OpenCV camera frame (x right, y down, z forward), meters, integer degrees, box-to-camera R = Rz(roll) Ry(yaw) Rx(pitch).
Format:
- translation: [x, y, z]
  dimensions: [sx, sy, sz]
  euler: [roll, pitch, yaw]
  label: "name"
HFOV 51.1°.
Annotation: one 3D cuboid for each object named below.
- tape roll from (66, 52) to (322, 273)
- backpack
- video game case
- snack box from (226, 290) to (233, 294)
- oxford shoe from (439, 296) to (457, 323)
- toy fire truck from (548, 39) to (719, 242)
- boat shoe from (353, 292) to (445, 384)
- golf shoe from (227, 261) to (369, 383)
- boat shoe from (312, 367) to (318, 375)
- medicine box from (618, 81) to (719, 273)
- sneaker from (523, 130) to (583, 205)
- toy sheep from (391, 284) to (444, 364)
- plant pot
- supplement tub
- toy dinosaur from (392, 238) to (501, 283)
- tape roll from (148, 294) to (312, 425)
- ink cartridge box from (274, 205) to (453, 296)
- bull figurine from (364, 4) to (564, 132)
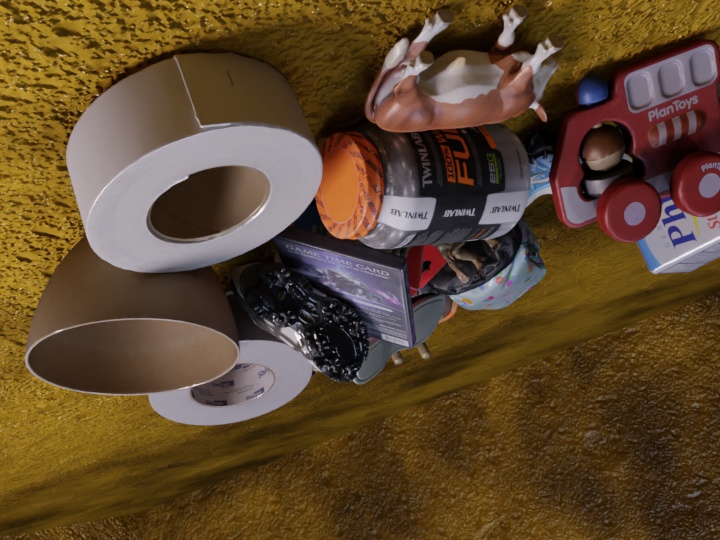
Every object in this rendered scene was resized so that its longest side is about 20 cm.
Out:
- translation: [-0.132, -0.081, 0.616]
  dimensions: [0.199, 0.072, 0.203]
  euler: [-20, 158, -9]
  label: "tape roll"
- translation: [0.177, -0.018, 1.059]
  dimensions: [0.165, 0.129, 0.199]
  euler: [-29, 163, 22]
  label: "backpack"
- translation: [-0.012, 0.022, 0.821]
  dimensions: [0.140, 0.019, 0.201]
  euler: [15, 154, 15]
  label: "video game case"
- translation: [-0.123, 0.059, 1.041]
  dimensions: [0.166, 0.069, 0.200]
  euler: [-19, 170, 3]
  label: "snack box"
- translation: [0.127, 0.031, 1.257]
  dimensions: [0.071, 0.072, 0.201]
  euler: [-9, 150, -18]
  label: "oxford shoe"
- translation: [0.292, -0.135, 0.799]
  dimensions: [0.196, 0.171, 0.112]
  euler: [-19, -161, -1]
  label: "toy fire truck"
- translation: [0.036, 0.074, 0.989]
  dimensions: [0.198, 0.060, 0.077]
  euler: [-26, 131, -43]
  label: "boat shoe"
- translation: [-0.066, 0.050, 0.831]
  dimensions: [0.094, 0.078, 0.200]
  euler: [17, 156, 49]
  label: "golf shoe"
- translation: [-0.077, 0.120, 1.060]
  dimensions: [0.071, 0.061, 0.200]
  euler: [-16, 177, -40]
  label: "boat shoe"
- translation: [0.416, -0.120, 0.899]
  dimensions: [0.102, 0.185, 0.199]
  euler: [-2, 156, -42]
  label: "medicine box"
- translation: [0.191, -0.126, 0.878]
  dimensions: [0.196, 0.079, 0.091]
  euler: [-21, 144, -4]
  label: "sneaker"
- translation: [0.064, 0.052, 1.136]
  dimensions: [0.135, 0.139, 0.202]
  euler: [-9, 139, -26]
  label: "toy sheep"
- translation: [-0.222, 0.026, 0.747]
  dimensions: [0.196, 0.137, 0.201]
  euler: [-7, 154, -3]
  label: "plant pot"
- translation: [0.061, -0.086, 0.743]
  dimensions: [0.197, 0.125, 0.122]
  euler: [-7, 160, -34]
  label: "supplement tub"
- translation: [0.107, -0.043, 0.852]
  dimensions: [0.059, 0.101, 0.199]
  euler: [-55, 167, 27]
  label: "toy dinosaur"
- translation: [-0.160, 0.112, 0.916]
  dimensions: [0.196, 0.067, 0.202]
  euler: [-13, 146, -9]
  label: "tape roll"
- translation: [0.000, 0.000, 0.898]
  dimensions: [0.196, 0.068, 0.116]
  euler: [16, 153, -12]
  label: "ink cartridge box"
- translation: [0.101, -0.166, 0.648]
  dimensions: [0.196, 0.066, 0.122]
  euler: [-16, 158, -17]
  label: "bull figurine"
